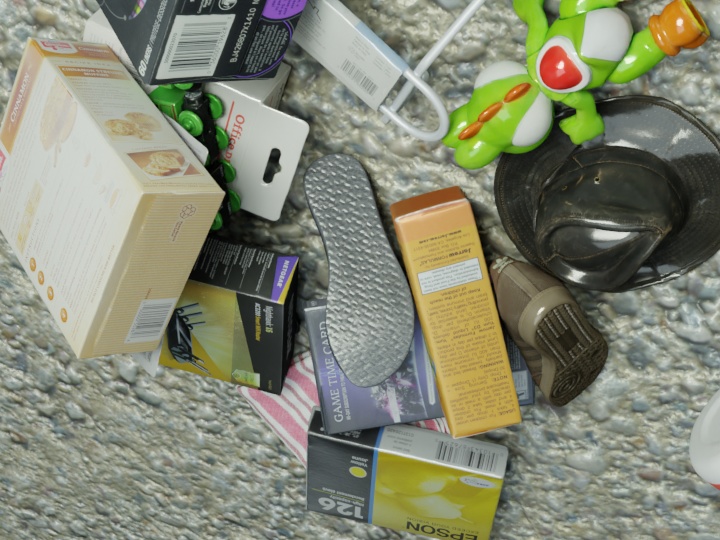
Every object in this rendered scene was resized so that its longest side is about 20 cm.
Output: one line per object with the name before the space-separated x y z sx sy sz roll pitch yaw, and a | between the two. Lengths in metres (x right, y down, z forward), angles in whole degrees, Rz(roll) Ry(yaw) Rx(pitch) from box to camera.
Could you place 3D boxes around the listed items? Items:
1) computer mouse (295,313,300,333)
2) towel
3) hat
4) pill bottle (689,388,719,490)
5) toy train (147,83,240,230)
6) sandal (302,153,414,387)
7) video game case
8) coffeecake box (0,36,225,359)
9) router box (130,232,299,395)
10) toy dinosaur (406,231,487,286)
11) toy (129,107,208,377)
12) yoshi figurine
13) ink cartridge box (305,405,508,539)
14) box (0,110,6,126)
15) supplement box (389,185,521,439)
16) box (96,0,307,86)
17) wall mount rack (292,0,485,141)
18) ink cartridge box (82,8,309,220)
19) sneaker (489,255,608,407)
computer mouse | -0.154 0.025 1.141 0.199 0.034 0.059 19 131 6
towel | -0.019 0.142 1.183 0.200 0.030 0.147 -24 115 35
hat | 0.196 -0.039 0.919 0.200 0.081 0.201 11 129 14
pill bottle | 0.388 0.178 0.996 0.200 0.113 0.112 35 131 -8
toy train | -0.139 -0.118 0.927 0.056 0.042 0.201 14 131 25
sandal | 0.001 -0.001 0.991 0.076 0.201 0.043 -9 168 -2
video game case | 0.056 0.076 1.052 0.199 0.019 0.143 -8 122 0
coffeecake box | -0.204 -0.058 0.890 0.200 0.073 0.154 50 126 33
router box | -0.140 0.037 1.077 0.157 0.052 0.200 14 151 4
toy dinosaur | 0.038 0.026 1.063 0.101 0.058 0.201 14 119 -13
toy | -0.162 -0.030 0.935 0.115 0.047 0.201 38 118 37
yoshi figurine | 0.148 -0.149 0.856 0.200 0.113 0.112 -35 138 24
ink cartridge box | 0.041 0.228 1.191 0.197 0.047 0.201 10 136 7
box | -0.228 -0.074 1.050 0.199 0.033 0.121 28 162 -7
supplement box | 0.080 0.036 0.980 0.068 0.067 0.201 -17 104 1
box | -0.127 -0.239 0.805 0.200 0.106 0.122 57 138 28
wall mount rack | 0.013 -0.194 0.838 0.200 0.075 0.174 41 154 -1
ink cartridge box | -0.135 -0.137 0.982 0.199 0.068 0.117 26 132 2
sneaker | 0.161 0.048 1.005 0.076 0.070 0.200 51 175 32
